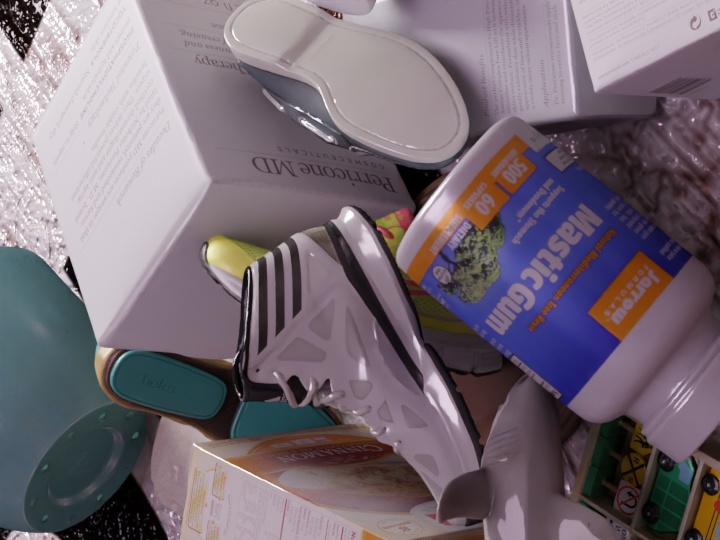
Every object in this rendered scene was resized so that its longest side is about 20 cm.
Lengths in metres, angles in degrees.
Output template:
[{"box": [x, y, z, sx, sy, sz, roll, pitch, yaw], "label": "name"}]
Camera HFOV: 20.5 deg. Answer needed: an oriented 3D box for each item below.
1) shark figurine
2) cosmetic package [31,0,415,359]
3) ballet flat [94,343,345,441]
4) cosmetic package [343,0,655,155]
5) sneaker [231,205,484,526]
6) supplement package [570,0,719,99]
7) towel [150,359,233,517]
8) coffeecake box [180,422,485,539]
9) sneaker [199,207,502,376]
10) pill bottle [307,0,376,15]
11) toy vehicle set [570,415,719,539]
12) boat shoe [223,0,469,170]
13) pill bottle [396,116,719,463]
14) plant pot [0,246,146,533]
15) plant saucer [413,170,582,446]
[{"box": [0.115, 0.171, 1.118, 0.089, 0.128, 0.215, -8, 98, 31], "label": "shark figurine"}, {"box": [-0.098, -0.067, 1.350, 0.166, 0.167, 0.200, -53, 46, 35], "label": "cosmetic package"}, {"box": [-0.094, 0.086, 1.381, 0.069, 0.200, 0.063, -59, 25, 7], "label": "ballet flat"}, {"box": [0.081, -0.131, 1.229, 0.200, 0.074, 0.102, -4, 90, 50], "label": "cosmetic package"}, {"box": [-0.008, 0.074, 1.166, 0.201, 0.115, 0.076, 64, 170, 2], "label": "sneaker"}, {"box": [0.178, -0.208, 1.097, 0.109, 0.114, 0.201, -25, 73, 45], "label": "supplement package"}, {"box": [-0.093, 0.104, 1.475, 0.132, 0.034, 0.201, 31, 114, 41], "label": "towel"}, {"box": [0.007, 0.166, 1.278, 0.200, 0.153, 0.073, 20, 106, 45], "label": "coffeecake box"}, {"box": [0.000, 0.000, 1.240, 0.078, 0.199, 0.091, -133, 58, -81], "label": "sneaker"}, {"box": [0.009, -0.265, 1.228, 0.111, 0.111, 0.200, 15, 77, 46], "label": "pill bottle"}, {"box": [0.170, 0.188, 1.193, 0.124, 0.026, 0.201, 30, 114, 43], "label": "toy vehicle set"}, {"box": [-0.003, -0.108, 1.232, 0.200, 0.073, 0.062, 32, 160, 36], "label": "boat shoe"}, {"box": [0.128, 0.015, 1.127, 0.200, 0.112, 0.112, 39, 124, 7], "label": "pill bottle"}, {"box": [-0.264, 0.109, 1.554, 0.161, 0.200, 0.201, 37, 119, 26], "label": "plant pot"}, {"box": [0.075, 0.031, 1.288, 0.200, 0.029, 0.201, 5, 97, 48], "label": "plant saucer"}]
